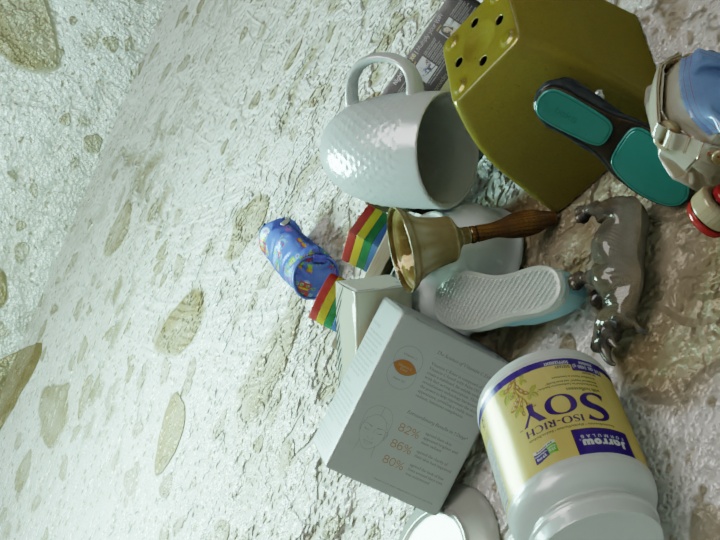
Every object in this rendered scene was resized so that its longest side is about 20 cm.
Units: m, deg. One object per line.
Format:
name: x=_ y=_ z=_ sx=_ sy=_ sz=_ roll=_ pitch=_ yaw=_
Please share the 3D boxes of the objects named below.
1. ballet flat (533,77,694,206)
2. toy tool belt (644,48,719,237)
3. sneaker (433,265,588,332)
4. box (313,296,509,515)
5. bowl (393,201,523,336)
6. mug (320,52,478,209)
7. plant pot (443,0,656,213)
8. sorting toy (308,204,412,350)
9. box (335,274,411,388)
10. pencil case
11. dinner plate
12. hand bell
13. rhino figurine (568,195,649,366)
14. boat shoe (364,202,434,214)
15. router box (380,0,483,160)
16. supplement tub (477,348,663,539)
ballet flat: x=0.278 y=-0.145 z=1.238 sx=0.073 sy=0.200 sz=0.073 roll=-55 pitch=-4 yaw=-6
toy tool belt: x=0.358 y=-0.143 z=1.132 sx=0.123 sy=0.124 sz=0.201 roll=-51 pitch=31 yaw=40
sneaker: x=0.176 y=0.039 z=1.335 sx=0.199 sy=0.082 sz=0.074 roll=-4 pitch=75 yaw=47
box: x=0.059 y=0.158 z=1.352 sx=0.201 sy=0.152 sz=0.106 roll=-63 pitch=13 yaw=2
bowl: x=0.106 y=-0.013 z=1.465 sx=0.201 sy=0.090 sz=0.202 roll=-37 pitch=37 yaw=34
mug: x=0.038 y=-0.180 z=1.472 sx=0.175 sy=0.147 sz=0.201 roll=4 pitch=110 yaw=37
plant pot: x=0.210 y=-0.228 z=1.360 sx=0.195 sy=0.199 sz=0.195 roll=-44 pitch=35 yaw=35
sorting toy: x=0.000 y=0.000 z=1.574 sx=0.201 sy=0.069 sz=0.199 roll=-63 pitch=-5 yaw=4
box: x=0.017 y=0.111 z=1.448 sx=0.068 sy=0.082 sz=0.201 roll=-155 pitch=63 yaw=-63
pencil case: x=-0.102 y=-0.024 z=1.854 sx=0.200 sy=0.078 sz=0.087 roll=-136 pitch=50 yaw=-59
dinner plate: x=0.087 y=0.342 z=1.321 sx=0.200 sy=0.024 sz=0.201 roll=-38 pitch=40 yaw=41
hand bell: x=0.141 y=-0.046 z=1.369 sx=0.104 sy=0.199 sz=0.105 roll=167 pitch=90 yaw=-78
rhino figurine: x=0.271 y=0.008 z=1.227 sx=0.087 sy=0.060 sz=0.201 roll=-30 pitch=46 yaw=51
boat shoe: x=0.071 y=-0.120 z=1.648 sx=0.200 sy=0.072 sz=0.065 roll=3 pitch=73 yaw=66
router box: x=0.137 y=-0.255 z=1.547 sx=0.157 sy=0.052 sz=0.200 roll=39 pitch=100 yaw=16
supplement tub: x=0.202 y=0.192 z=1.113 sx=0.146 sy=0.145 sz=0.201 roll=-49 pitch=33 yaw=27
